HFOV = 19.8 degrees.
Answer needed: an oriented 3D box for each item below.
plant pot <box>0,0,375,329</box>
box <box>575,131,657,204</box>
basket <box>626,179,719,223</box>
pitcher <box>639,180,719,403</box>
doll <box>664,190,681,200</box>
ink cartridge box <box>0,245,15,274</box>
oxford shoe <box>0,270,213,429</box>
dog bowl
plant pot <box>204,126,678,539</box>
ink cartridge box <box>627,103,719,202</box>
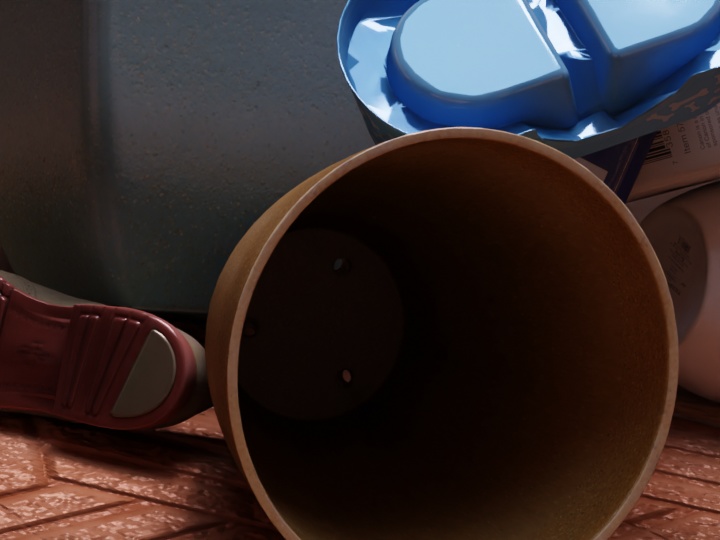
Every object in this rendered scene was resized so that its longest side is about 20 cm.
[{"bbox_3d":[-0.091,-0.072,1.054,0.195,0.201,0.196,5,-5,-30],"label":"plant pot"},{"bbox_3d":[0.087,-0.081,1.023,0.121,0.200,0.032,30,22,21],"label":"box"},{"bbox_3d":[0.198,-0.054,1.287,0.199,0.136,0.123,0,16,-26],"label":"basket"},{"bbox_3d":[0.233,0.007,1.122,0.199,0.122,0.172,8,19,-27],"label":"pitcher"},{"bbox_3d":[0.121,-0.072,1.393,0.199,0.049,0.136,16,22,9],"label":"doll"},{"bbox_3d":[-0.212,-0.054,1.210,0.136,0.077,0.200,-4,21,-36],"label":"ink cartridge box"},{"bbox_3d":[-0.158,0.039,0.972,0.200,0.071,0.075,17,-4,22],"label":"oxford shoe"},{"bbox_3d":[0.088,-0.100,0.915,0.199,0.050,0.112,-20,58,-10],"label":"dog bowl"},{"bbox_3d":[0.007,0.030,0.883,0.186,0.187,0.200,1,4,-19],"label":"plant pot"},{"bbox_3d":[0.137,-0.110,1.096,0.200,0.146,0.145,-14,-1,32],"label":"ink cartridge box"}]
